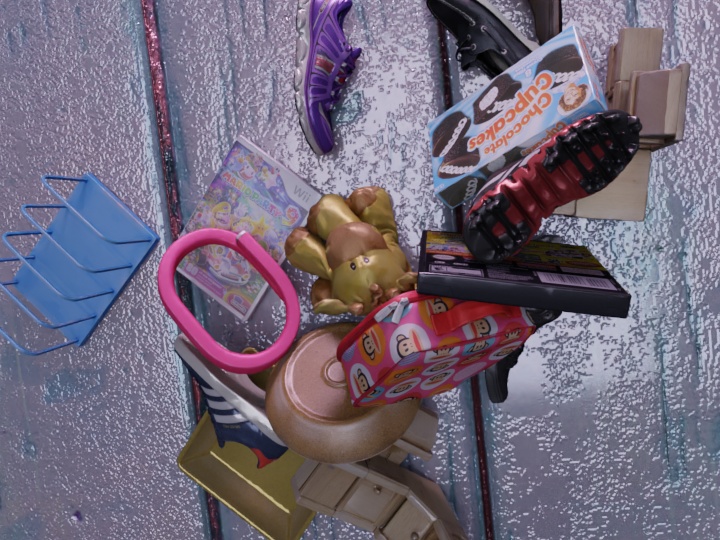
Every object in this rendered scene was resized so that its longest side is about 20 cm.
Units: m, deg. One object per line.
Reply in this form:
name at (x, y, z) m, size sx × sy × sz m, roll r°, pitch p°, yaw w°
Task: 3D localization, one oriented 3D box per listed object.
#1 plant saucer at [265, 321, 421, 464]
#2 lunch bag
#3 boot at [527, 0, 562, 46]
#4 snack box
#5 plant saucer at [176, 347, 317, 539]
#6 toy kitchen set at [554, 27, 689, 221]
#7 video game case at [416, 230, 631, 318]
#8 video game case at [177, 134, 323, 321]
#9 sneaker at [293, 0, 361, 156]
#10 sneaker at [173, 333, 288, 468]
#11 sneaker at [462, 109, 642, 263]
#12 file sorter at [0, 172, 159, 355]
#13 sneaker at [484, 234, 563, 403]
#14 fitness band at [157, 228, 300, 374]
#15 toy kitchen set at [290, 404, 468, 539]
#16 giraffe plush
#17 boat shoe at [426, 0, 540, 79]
plant saucer at (-0.023, 0.131, 0.761) m, size 0.195 × 0.203 × 0.036 m, roll 0°, pitch 136°, yaw 9°
lunch bag at (0.086, 0.073, 0.675) m, size 0.176 × 0.196 × 0.083 m, roll -49°, pitch 56°, yaw 48°
boot at (0.184, -0.347, 0.745) m, size 0.095 × 0.074 × 0.206 m, roll -9°, pitch 84°, yaw 19°
snack box at (0.164, -0.165, 0.694) m, size 0.198 × 0.037 × 0.118 m, roll -29°, pitch 47°, yaw 35°
plant saucer at (-0.119, 0.235, 0.851) m, size 0.198 × 0.048 × 0.202 m, roll 35°, pitch 99°, yaw 4°
toy kitchen set at (0.238, -0.163, 0.691) m, size 0.175 × 0.163 × 0.206 m, roll 5°, pitch 95°, yaw 9°
video game case at (0.159, -0.002, 0.662) m, size 0.194 × 0.181 × 0.026 m, roll 6°, pitch 107°, yaw 5°
video game case at (-0.157, -0.055, 0.847) m, size 0.142 × 0.018 × 0.202 m, roll 35°, pitch 99°, yaw 5°
sneaker at (-0.040, -0.247, 0.783) m, size 0.081 × 0.081 × 0.206 m, roll 2°, pitch 95°, yaw 3°
sneaker at (-0.172, 0.168, 0.794) m, size 0.199 × 0.075 × 0.085 m, roll 42°, pitch 107°, yaw 8°
sneaker at (0.183, -0.091, 0.634) m, size 0.199 × 0.098 × 0.071 m, roll -38°, pitch 101°, yaw 11°
file sorter at (-0.399, -0.009, 0.838) m, size 0.138 × 0.123 × 0.201 m, roll 40°, pitch 100°, yaw 4°
sneaker at (0.201, 0.061, 0.777) m, size 0.101 × 0.060 × 0.206 m, roll -4°, pitch 91°, yaw 13°
fitness band at (-0.163, 0.033, 0.788) m, size 0.143 × 0.038 × 0.200 m, roll -40°, pitch 81°, yaw -26°
toy kitchen set at (0.057, 0.270, 0.723) m, size 0.198 × 0.181 × 0.165 m, roll 31°, pitch 101°, yaw -27°
giraffe plush at (0.000, 0.000, 0.746) m, size 0.200 × 0.162 × 0.173 m, roll 44°, pitch 97°, yaw 0°
boat shoe at (0.148, -0.261, 0.751) m, size 0.198 × 0.074 × 0.067 m, roll 38°, pitch 88°, yaw -5°
